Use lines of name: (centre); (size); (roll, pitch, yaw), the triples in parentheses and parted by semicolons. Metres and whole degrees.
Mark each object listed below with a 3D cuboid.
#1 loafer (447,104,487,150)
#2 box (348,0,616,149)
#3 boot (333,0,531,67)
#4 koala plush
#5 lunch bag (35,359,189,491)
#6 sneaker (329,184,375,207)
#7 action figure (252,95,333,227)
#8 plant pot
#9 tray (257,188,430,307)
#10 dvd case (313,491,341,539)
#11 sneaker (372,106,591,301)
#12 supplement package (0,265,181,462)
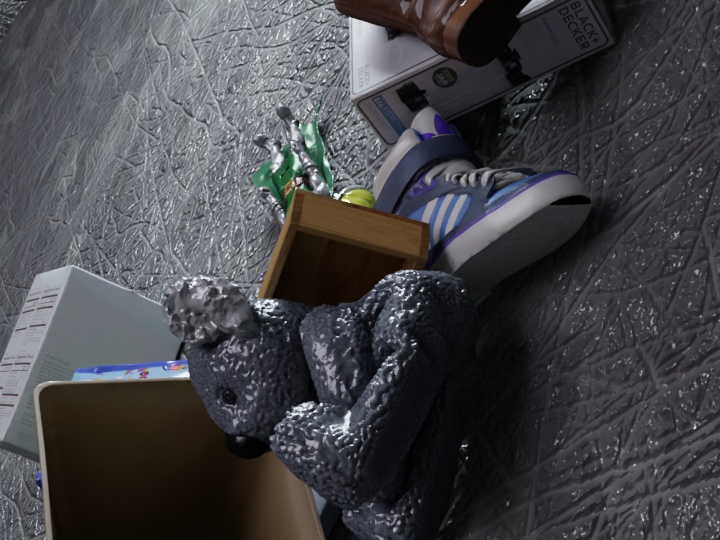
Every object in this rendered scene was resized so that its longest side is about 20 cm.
loafer: (0.074, -0.169, 1.150); (0.071, 0.068, 0.201); (-59, 21, 31)
box: (0.090, -0.187, 1.063); (0.199, 0.060, 0.117); (-24, 41, 21)
boot: (0.082, -0.244, 1.031); (0.186, 0.064, 0.200); (-43, 34, -6)
koala plush: (-0.033, 0.073, 0.945); (0.198, 0.178, 0.185); (12, 67, 27)
lunch bag: (-0.174, 0.149, 1.256); (0.198, 0.095, 0.151); (-14, 34, 14)
sneaker: (0.000, 0.000, 1.159); (0.076, 0.076, 0.201); (-7, 39, 15)
action figure: (-0.065, -0.090, 1.371); (0.118, 0.054, 0.201); (-51, 32, 21)
plant pot: (-0.150, 0.217, 1.067); (0.201, 0.198, 0.178); (-110, 25, -45)
tray: (-0.026, 0.027, 1.013); (0.201, 0.098, 0.037); (114, 167, -50)
dvd case: (-0.034, 0.143, 1.134); (0.201, 0.017, 0.142); (-65, 26, -1)
sneaker: (0.074, -0.066, 0.995); (0.200, 0.080, 0.148); (-41, 59, 50)
supplement package: (-0.313, 0.120, 1.536); (0.150, 0.151, 0.202); (-9, 59, 61)
